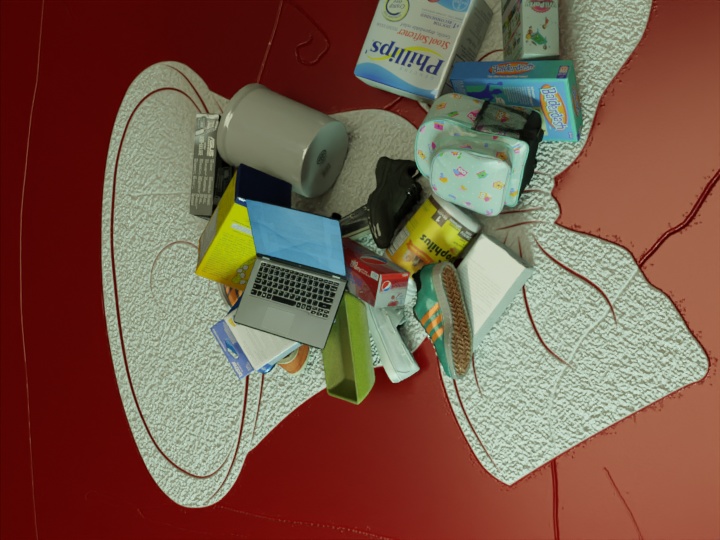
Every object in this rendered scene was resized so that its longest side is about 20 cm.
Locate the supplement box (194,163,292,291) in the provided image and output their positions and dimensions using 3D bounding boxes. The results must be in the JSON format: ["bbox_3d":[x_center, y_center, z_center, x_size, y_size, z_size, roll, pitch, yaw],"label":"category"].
[{"bbox_3d":[-0.216,-0.076,1.491,0.200,0.109,0.109,-54,26,34],"label":"supplement box"}]

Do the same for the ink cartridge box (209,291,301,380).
[{"bbox_3d":[-0.158,0.097,1.448,0.200,0.042,0.120,-34,73,-3],"label":"ink cartridge box"}]

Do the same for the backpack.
[{"bbox_3d":[0.188,-0.199,1.361,0.199,0.176,0.154,25,60,18],"label":"backpack"}]

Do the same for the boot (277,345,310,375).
[{"bbox_3d":[-0.132,0.106,1.581,0.075,0.107,0.201,-3,58,17],"label":"boot"}]

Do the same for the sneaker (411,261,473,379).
[{"bbox_3d":[0.136,0.087,1.378,0.080,0.071,0.201,-11,87,42],"label":"sneaker"}]

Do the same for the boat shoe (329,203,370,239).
[{"bbox_3d":[-0.049,-0.079,1.548,0.199,0.075,0.063,-19,92,18],"label":"boat shoe"}]

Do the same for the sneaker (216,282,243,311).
[{"bbox_3d":[-0.230,-0.013,1.634,0.112,0.077,0.201,-13,81,26],"label":"sneaker"}]

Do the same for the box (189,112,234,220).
[{"bbox_3d":[-0.297,-0.204,1.631,0.050,0.158,0.201,4,88,4],"label":"box"}]

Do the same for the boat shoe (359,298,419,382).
[{"bbox_3d":[0.055,0.105,1.499,0.071,0.070,0.202,-22,77,6],"label":"boat shoe"}]

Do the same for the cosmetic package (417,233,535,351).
[{"bbox_3d":[0.203,0.046,1.418,0.101,0.071,0.200,41,105,22],"label":"cosmetic package"}]

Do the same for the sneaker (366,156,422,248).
[{"bbox_3d":[0.065,-0.129,1.466,0.090,0.076,0.201,1,60,17],"label":"sneaker"}]

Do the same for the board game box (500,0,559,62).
[{"bbox_3d":[0.285,-0.438,1.363,0.064,0.148,0.201,0,86,-2],"label":"board game box"}]

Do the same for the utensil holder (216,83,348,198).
[{"bbox_3d":[-0.148,-0.249,1.558,0.199,0.170,0.171,26,98,24],"label":"utensil holder"}]

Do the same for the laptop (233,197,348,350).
[{"bbox_3d":[-0.129,0.006,1.373,0.187,0.116,0.201,15,78,24],"label":"laptop"}]

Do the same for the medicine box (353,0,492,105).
[{"bbox_3d":[0.114,-0.416,1.473,0.182,0.103,0.201,23,96,26],"label":"medicine box"}]

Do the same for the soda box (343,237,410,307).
[{"bbox_3d":[0.000,0.000,1.427,0.200,0.070,0.064,31,118,49],"label":"soda box"}]

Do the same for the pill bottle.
[{"bbox_3d":[0.116,-0.038,1.446,0.109,0.109,0.200,45,106,21],"label":"pill bottle"}]

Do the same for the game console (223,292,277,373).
[{"bbox_3d":[-0.174,0.077,1.536,0.170,0.118,0.200,35,85,15],"label":"game console"}]

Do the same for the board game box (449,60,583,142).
[{"bbox_3d":[0.266,-0.285,1.364,0.199,0.152,0.045,7,60,26],"label":"board game box"}]

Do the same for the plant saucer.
[{"bbox_3d":[-0.025,0.135,1.486,0.048,0.200,0.201,-7,89,-18],"label":"plant saucer"}]
